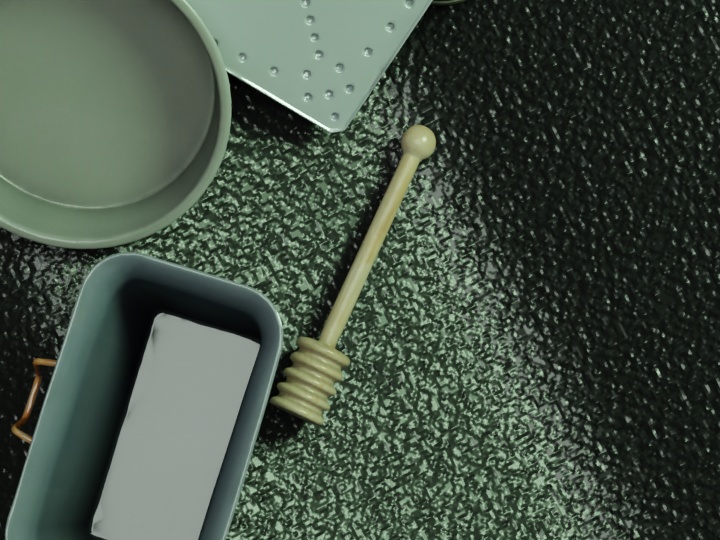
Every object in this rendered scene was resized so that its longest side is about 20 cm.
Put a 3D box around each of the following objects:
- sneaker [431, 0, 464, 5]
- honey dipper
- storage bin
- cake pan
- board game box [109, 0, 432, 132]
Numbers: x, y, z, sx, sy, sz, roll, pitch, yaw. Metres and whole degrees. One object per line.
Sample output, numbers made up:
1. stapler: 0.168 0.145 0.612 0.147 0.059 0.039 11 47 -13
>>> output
1. sneaker: -0.004 -0.245 1.327 0.200 0.106 0.075 40 88 6
2. honey dipper: 0.000 0.000 1.344 0.038 0.038 0.201 24 82 5
3. storage bin: -0.130 0.100 1.291 0.144 0.134 0.202 16 85 5
4. cake pan: -0.177 -0.111 1.318 0.198 0.037 0.202 1 117 3
5. board game box: -0.044 -0.213 1.294 0.199 0.026 0.201 30 114 -12
